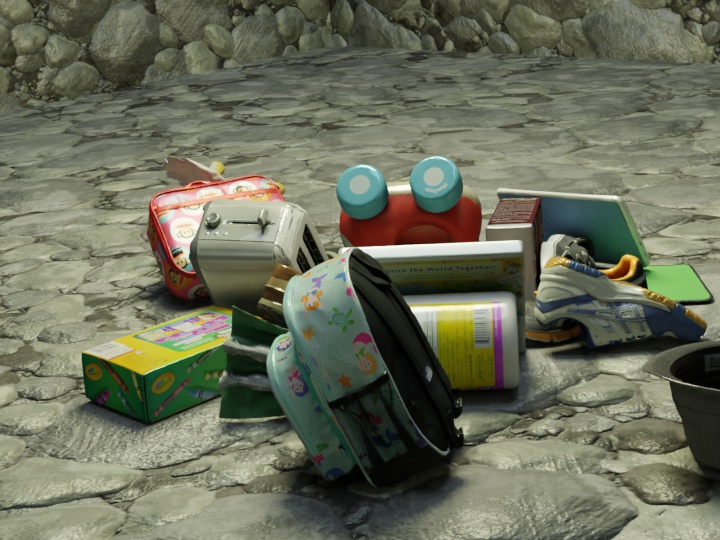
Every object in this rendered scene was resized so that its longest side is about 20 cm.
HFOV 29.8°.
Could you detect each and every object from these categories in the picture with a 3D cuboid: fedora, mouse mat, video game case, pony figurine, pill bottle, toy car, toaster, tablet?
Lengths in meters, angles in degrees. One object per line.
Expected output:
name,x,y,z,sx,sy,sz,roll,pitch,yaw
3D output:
fedora,0.348,0.128,1.235,0.175,0.092,0.199,7,13,28
mouse mat,0.343,0.020,1.749,0.197,0.008,0.161,-4,16,4
video game case,0.083,0.034,1.497,0.197,0.183,0.023,-2,52,6
pony figurine,-0.212,-0.091,2.020,0.191,0.168,0.201,19,28,-4
pill bottle,0.070,0.078,1.450,0.197,0.106,0.104,-2,16,7
toy car,0.060,-0.002,1.616,0.175,0.202,0.185,-5,-26,10
toaster,-0.116,-0.001,1.656,0.128,0.201,0.114,-1,49,20
tablet,0.286,-0.059,1.827,0.198,0.131,0.014,8,51,41

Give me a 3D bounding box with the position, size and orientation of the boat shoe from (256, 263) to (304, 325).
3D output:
boat shoe,-0.033,0.035,1.586,0.075,0.075,0.199,15,2,41

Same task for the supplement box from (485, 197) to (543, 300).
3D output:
supplement box,0.200,-0.023,1.726,0.060,0.110,0.200,-2,13,11

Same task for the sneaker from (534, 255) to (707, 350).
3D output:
sneaker,0.293,0.054,1.547,0.198,0.089,0.075,20,2,1

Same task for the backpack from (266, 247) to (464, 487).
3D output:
backpack,-0.004,0.086,1.278,0.149,0.202,0.178,-22,15,11

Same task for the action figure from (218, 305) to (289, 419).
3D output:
action figure,-0.046,0.110,1.399,0.197,0.120,0.055,7,10,4

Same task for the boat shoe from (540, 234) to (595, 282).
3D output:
boat shoe,0.270,-0.006,1.739,0.065,0.071,0.200,-2,9,15

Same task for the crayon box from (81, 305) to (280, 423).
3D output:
crayon box,-0.198,0.101,1.520,0.118,0.059,0.199,13,23,43

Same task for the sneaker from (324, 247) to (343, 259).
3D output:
sneaker,0.000,0.000,1.781,0.105,0.076,0.200,-10,16,-20

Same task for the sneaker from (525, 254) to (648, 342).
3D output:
sneaker,0.253,0.033,1.606,0.198,0.078,0.078,-12,19,-19

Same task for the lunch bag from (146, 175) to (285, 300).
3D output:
lunch bag,-0.193,-0.057,1.873,0.198,0.082,0.177,-12,56,-24
